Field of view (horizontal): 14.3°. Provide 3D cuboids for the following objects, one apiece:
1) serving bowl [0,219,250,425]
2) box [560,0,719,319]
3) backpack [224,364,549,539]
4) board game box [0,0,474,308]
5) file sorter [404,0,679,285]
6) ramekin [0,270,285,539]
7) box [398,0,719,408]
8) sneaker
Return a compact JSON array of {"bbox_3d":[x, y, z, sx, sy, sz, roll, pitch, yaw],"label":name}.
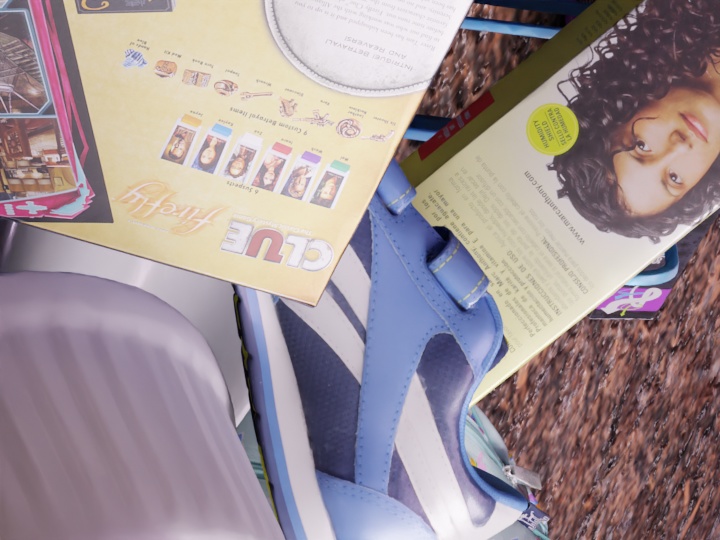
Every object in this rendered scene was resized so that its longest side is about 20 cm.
[{"bbox_3d":[-0.083,-0.018,0.936,0.200,0.066,0.201,-42,143,-42],"label":"serving bowl"},{"bbox_3d":[0.123,-0.085,1.158,0.200,0.036,0.144,110,-21,-64],"label":"box"},{"bbox_3d":[-0.012,0.099,1.089,0.200,0.166,0.127,51,44,-58],"label":"backpack"},{"bbox_3d":[-0.076,-0.076,0.756,0.136,0.199,0.035,-61,-156,28],"label":"board game box"},{"bbox_3d":[0.065,-0.112,1.018,0.139,0.122,0.201,-87,-177,-69],"label":"file sorter"},{"bbox_3d":[-0.111,0.105,0.839,0.199,0.098,0.201,-21,142,-17],"label":"ramekin"},{"bbox_3d":[0.059,-0.025,0.941,0.200,0.075,0.050,-40,-167,7],"label":"box"},{"bbox_3d":[0.000,0.000,0.884,0.074,0.082,0.201,-112,-168,-79],"label":"sneaker"}]
